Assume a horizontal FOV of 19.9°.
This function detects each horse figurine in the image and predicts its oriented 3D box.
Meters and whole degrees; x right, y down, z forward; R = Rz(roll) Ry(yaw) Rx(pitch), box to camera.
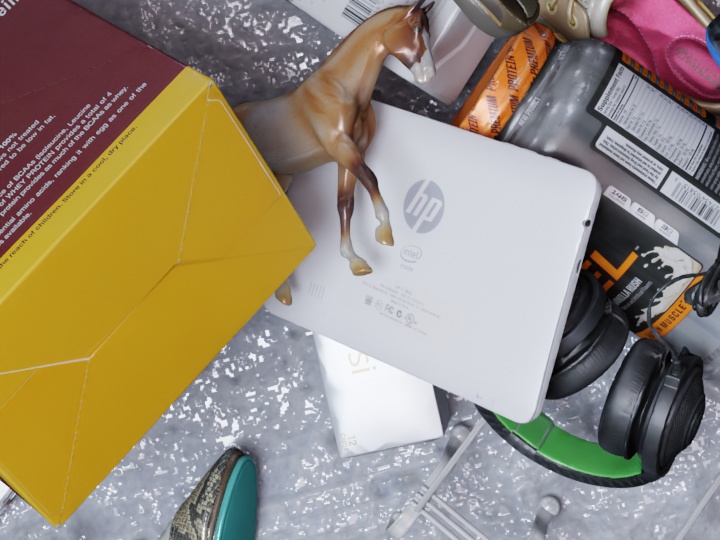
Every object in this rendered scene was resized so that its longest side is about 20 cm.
[{"bbox_3d":[-0.036,-0.053,1.088,0.199,0.050,0.133,-24,67,43],"label":"horse figurine"}]

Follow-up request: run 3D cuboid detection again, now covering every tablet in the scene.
[{"bbox_3d":[0.031,-0.012,1.069,0.199,0.014,0.131,22,100,40],"label":"tablet"}]

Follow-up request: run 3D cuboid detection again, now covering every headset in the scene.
[{"bbox_3d":[0.135,0.041,1.065,0.123,0.200,0.094,37,58,-5],"label":"headset"}]

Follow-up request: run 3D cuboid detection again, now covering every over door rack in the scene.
[{"bbox_3d":[0.129,0.115,1.180,0.147,0.067,0.200,38,83,0],"label":"over door rack"}]

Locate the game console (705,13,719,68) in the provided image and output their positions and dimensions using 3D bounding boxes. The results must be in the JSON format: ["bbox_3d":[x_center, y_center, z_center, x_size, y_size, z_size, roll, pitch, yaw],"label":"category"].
[{"bbox_3d":[0.299,-0.094,1.108,0.118,0.171,0.200,-37,91,25],"label":"game console"}]

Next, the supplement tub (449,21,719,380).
[{"bbox_3d":[0.145,-0.042,1.110,0.199,0.123,0.123,34,97,-3],"label":"supplement tub"}]

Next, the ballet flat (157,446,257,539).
[{"bbox_3d":[-0.096,0.204,1.205,0.075,0.068,0.202,-1,98,20],"label":"ballet flat"}]

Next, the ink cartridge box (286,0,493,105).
[{"bbox_3d":[-0.005,-0.196,1.137,0.200,0.068,0.116,36,97,21],"label":"ink cartridge box"}]

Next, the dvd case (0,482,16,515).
[{"bbox_3d":[-0.315,0.158,1.236,0.146,0.022,0.200,38,98,0],"label":"dvd case"}]

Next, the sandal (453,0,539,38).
[{"bbox_3d":[0.014,-0.187,1.062,0.200,0.082,0.055,49,122,13],"label":"sandal"}]

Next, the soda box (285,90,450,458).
[{"bbox_3d":[0.000,0.000,1.171,0.063,0.068,0.201,-12,94,7],"label":"soda box"}]

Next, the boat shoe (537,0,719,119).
[{"bbox_3d":[0.140,-0.152,1.145,0.199,0.069,0.074,32,97,2],"label":"boat shoe"}]

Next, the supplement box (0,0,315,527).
[{"bbox_3d":[-0.172,-0.021,1.033,0.200,0.133,0.197,31,72,39],"label":"supplement box"}]
